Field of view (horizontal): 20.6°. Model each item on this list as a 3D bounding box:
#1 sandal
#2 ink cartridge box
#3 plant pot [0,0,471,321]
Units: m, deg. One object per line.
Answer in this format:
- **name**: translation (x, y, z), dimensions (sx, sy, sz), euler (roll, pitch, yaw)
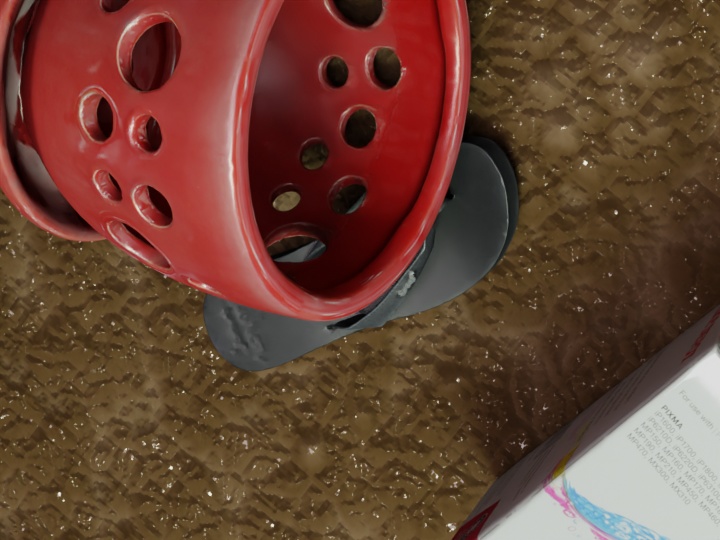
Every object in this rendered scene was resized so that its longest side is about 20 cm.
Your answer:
- **sandal**: translation (0.000, 0.001, 1.039), dimensions (0.200, 0.043, 0.076), euler (-32, 91, 26)
- **ink cartridge box**: translation (0.138, 0.103, 0.956), dimensions (0.200, 0.148, 0.086), euler (-41, 88, 26)
- **plant pot**: translation (-0.069, -0.092, 0.954), dimensions (0.182, 0.200, 0.201), euler (16, 110, 32)
